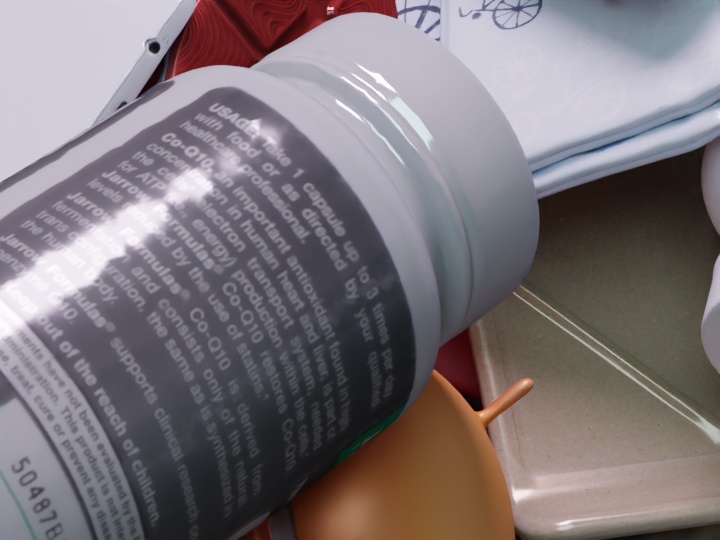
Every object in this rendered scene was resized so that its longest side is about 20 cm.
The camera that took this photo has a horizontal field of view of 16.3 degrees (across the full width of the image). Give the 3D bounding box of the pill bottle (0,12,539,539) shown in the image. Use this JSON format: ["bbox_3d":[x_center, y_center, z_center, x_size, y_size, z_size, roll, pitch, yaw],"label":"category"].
[{"bbox_3d":[-0.051,0.016,0.666,0.113,0.113,0.200,42,55,20],"label":"pill bottle"}]

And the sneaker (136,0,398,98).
[{"bbox_3d":[-0.074,-0.035,0.806,0.115,0.078,0.200,-9,36,45],"label":"sneaker"}]

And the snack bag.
[{"bbox_3d":[0.030,-0.085,0.841,0.200,0.021,0.189,-19,43,22],"label":"snack bag"}]

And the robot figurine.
[{"bbox_3d":[-0.039,0.089,0.773,0.200,0.144,0.117,-14,98,18],"label":"robot figurine"}]

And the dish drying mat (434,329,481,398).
[{"bbox_3d":[0.000,0.000,0.875,0.200,0.018,0.077,11,68,11],"label":"dish drying mat"}]

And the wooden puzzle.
[{"bbox_3d":[0.121,-0.005,0.844,0.185,0.037,0.200,-6,61,-9],"label":"wooden puzzle"}]

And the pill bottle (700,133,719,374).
[{"bbox_3d":[0.171,-0.054,0.790,0.112,0.112,0.200,13,59,11],"label":"pill bottle"}]

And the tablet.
[{"bbox_3d":[-0.141,-0.055,0.813,0.200,0.014,0.130,21,75,50],"label":"tablet"}]
